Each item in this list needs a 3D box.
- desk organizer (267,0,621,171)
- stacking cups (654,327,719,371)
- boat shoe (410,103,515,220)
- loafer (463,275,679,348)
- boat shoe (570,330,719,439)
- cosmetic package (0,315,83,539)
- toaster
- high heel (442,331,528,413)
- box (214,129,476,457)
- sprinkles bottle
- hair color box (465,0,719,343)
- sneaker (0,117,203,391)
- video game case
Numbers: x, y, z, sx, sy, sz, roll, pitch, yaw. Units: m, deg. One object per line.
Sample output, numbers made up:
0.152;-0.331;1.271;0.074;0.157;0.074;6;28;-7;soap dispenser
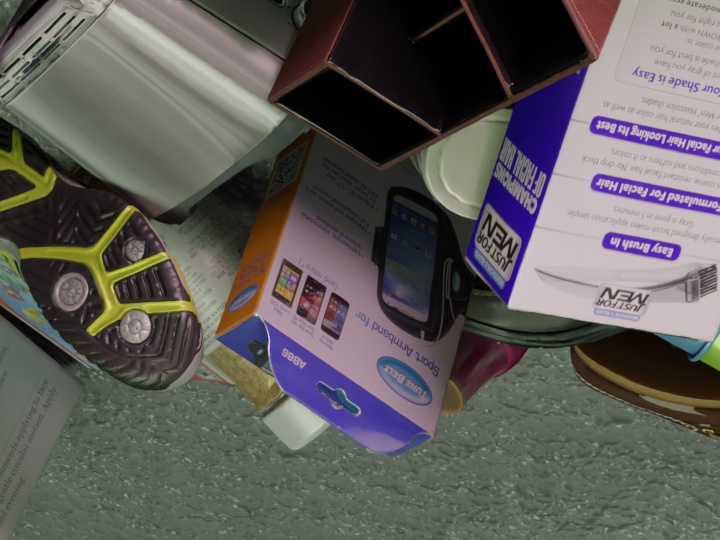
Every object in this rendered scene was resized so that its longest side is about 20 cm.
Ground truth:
0.038;-0.111;0.877;0.072;0.077;0.200;30;158;-17;desk organizer
0.164;0.012;1.054;0.199;0.061;0.061;29;144;0;stacking cups
0.119;-0.042;0.995;0.201;0.072;0.060;12;-171;-16;boat shoe
0.133;-0.002;1.123;0.199;0.073;0.073;-2;114;14;loafer
0.214;0.070;1.169;0.199;0.071;0.070;13;140;7;boat shoe
-0.325;0.092;1.340;0.165;0.165;0.200;-9;136;43;cosmetic package
-0.099;-0.110;1.034;0.129;0.114;0.200;36;147;-17;toaster
0.009;0.015;1.222;0.199;0.096;0.068;18;135;34;high heel
0.000;0.000;1.058;0.119;0.201;0.041;36;141;-23;box
-0.080;0.007;1.160;0.200;0.068;0.068;48;140;-3;sprinkles bottle
0.131;-0.076;0.908;0.109;0.065;0.201;10;108;-23;hair color box
-0.142;-0.010;1.084;0.200;0.075;0.076;45;-177;28;sneaker
-0.171;0.021;1.259;0.143;0.017;0.200;39;161;-27;video game case
